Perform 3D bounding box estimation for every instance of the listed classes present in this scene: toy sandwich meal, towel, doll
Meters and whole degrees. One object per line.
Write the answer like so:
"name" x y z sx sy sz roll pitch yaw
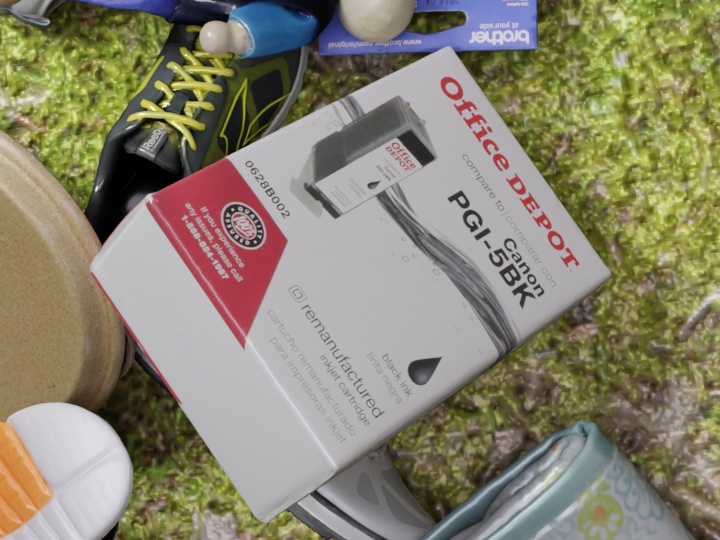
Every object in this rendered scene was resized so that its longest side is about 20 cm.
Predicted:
"toy sandwich meal" -0.191 -0.009 0.800 0.205 0.070 0.206 15 125 23
"towel" 0.086 0.193 0.782 0.200 0.048 0.171 -39 110 5
"doll" -0.071 -0.150 0.779 0.199 0.049 0.137 10 48 2

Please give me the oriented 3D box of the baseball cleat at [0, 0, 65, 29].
"baseball cleat" -0.149 -0.227 0.844 0.106 0.070 0.200 24 94 -9

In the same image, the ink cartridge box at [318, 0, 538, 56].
"ink cartridge box" 0.035 -0.210 0.825 0.119 0.042 0.201 -1 86 6

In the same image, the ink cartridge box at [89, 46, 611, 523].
"ink cartridge box" 0.000 0.000 0.746 0.200 0.083 0.147 -32 84 -37

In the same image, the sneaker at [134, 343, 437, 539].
"sneaker" -0.014 0.056 0.806 0.200 0.076 0.115 41 95 9

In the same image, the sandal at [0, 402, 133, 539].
"sandal" -0.176 0.136 0.782 0.207 0.059 0.079 -39 63 24

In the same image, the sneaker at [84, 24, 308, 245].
"sneaker" -0.084 -0.076 0.813 0.074 0.085 0.200 21 91 6
